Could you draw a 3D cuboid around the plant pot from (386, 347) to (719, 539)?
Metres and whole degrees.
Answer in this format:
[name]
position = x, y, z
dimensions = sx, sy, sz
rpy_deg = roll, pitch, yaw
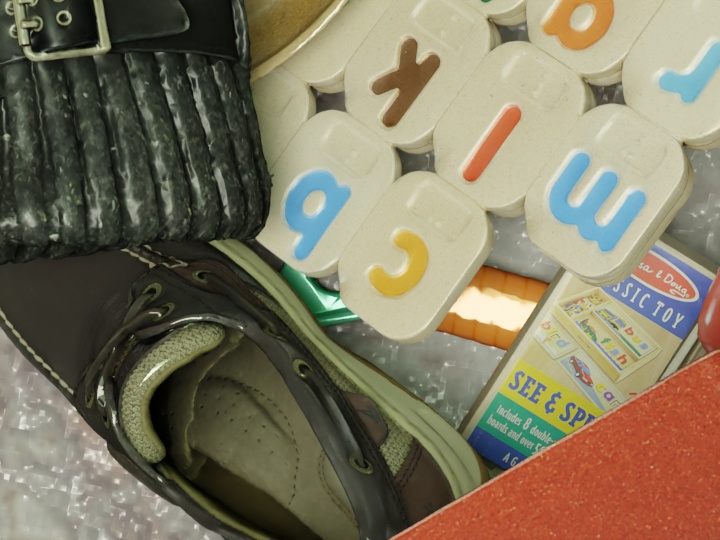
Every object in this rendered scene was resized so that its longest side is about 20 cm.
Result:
[plant pot]
position = 0.060, 0.173, 0.680
dimensions = 0.199, 0.200, 0.176
rpy_deg = -29, 65, -14

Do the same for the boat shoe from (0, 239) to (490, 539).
[boat shoe]
position = -0.048, 0.032, 0.785
dimensions = 0.200, 0.065, 0.073
rpy_deg = 30, 100, 30

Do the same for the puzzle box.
[puzzle box]
position = 0.127, 0.084, 0.829
dimensions = 0.200, 0.025, 0.133
rpy_deg = 31, 101, -1

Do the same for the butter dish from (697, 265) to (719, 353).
[butter dish]
position = 0.203, -0.062, 0.782
dimensions = 0.199, 0.148, 0.200
rpy_deg = 14, 120, -24

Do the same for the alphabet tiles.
[alphabet tiles]
position = 0.034, -0.082, 0.803
dimensions = 0.200, 0.015, 0.196
rpy_deg = 36, 92, 32

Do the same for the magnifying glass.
[magnifying glass]
position = 0.000, 0.000, 0.851
dimensions = 0.199, 0.022, 0.080
rpy_deg = 16, 92, 2

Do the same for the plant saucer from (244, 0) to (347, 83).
[plant saucer]
position = -0.071, -0.146, 0.828
dimensions = 0.199, 0.035, 0.201
rpy_deg = -1, 86, 17

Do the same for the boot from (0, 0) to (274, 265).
[boot]
position = -0.128, -0.080, 0.747
dimensions = 0.210, 0.079, 0.159
rpy_deg = 0, 94, -10
